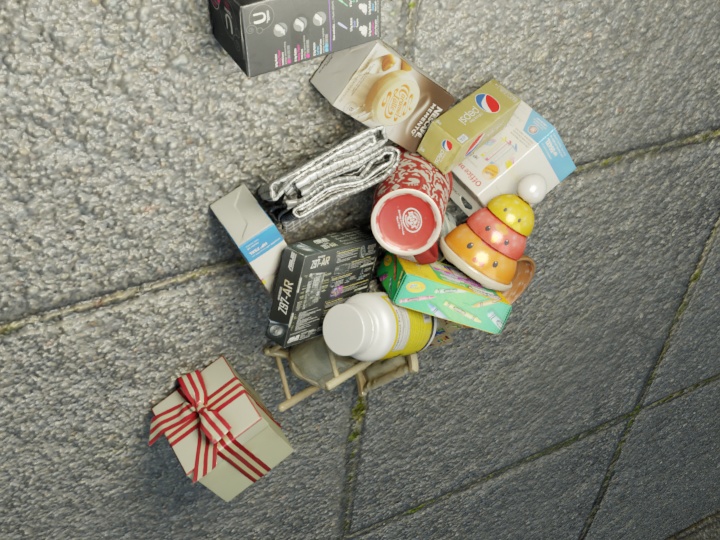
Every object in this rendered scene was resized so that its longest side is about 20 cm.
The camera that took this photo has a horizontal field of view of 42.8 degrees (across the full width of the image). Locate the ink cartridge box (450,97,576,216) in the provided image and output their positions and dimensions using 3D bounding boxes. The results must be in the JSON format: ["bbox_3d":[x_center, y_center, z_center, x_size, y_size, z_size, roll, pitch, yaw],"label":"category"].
[{"bbox_3d":[0.249,-0.180,1.615,0.200,0.129,0.125,-41,140,3],"label":"ink cartridge box"}]

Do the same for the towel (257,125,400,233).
[{"bbox_3d":[-0.049,-0.135,1.394,0.200,0.166,0.086,-31,98,-12],"label":"towel"}]

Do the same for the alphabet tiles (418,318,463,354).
[{"bbox_3d":[0.110,0.112,1.839,0.166,0.006,0.200,-22,142,11],"label":"alphabet tiles"}]

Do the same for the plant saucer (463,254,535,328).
[{"bbox_3d":[0.271,0.037,1.886,0.200,0.037,0.200,-29,151,-18],"label":"plant saucer"}]

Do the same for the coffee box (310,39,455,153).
[{"bbox_3d":[0.037,-0.276,1.402,0.200,0.080,0.114,21,112,-46],"label":"coffee box"}]

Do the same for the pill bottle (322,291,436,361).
[{"bbox_3d":[0.030,0.090,1.501,0.200,0.111,0.111,0,128,-54],"label":"pill bottle"}]

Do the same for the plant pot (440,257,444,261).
[{"bbox_3d":[0.186,-0.016,1.782,0.200,0.027,0.200,-27,148,-18],"label":"plant pot"}]

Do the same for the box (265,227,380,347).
[{"bbox_3d":[-0.057,0.024,1.469,0.200,0.043,0.160,-17,128,-51],"label":"box"}]

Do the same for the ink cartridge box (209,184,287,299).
[{"bbox_3d":[-0.151,-0.028,1.464,0.067,0.116,0.200,-34,140,-6],"label":"ink cartridge box"}]

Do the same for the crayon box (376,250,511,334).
[{"bbox_3d":[0.138,0.033,1.523,0.200,0.119,0.058,17,108,-19],"label":"crayon box"}]

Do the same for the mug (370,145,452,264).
[{"bbox_3d":[0.093,-0.096,1.453,0.178,0.200,0.133,44,110,-12],"label":"mug"}]

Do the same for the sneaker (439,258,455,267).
[{"bbox_3d":[0.154,0.012,1.664,0.200,0.060,0.104,-32,169,-32],"label":"sneaker"}]

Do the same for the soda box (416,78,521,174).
[{"bbox_3d":[0.179,-0.236,1.491,0.200,0.064,0.068,-39,165,-41],"label":"soda box"}]

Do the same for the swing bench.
[{"bbox_3d":[-0.036,0.160,1.660,0.200,0.130,0.199,-6,163,-34],"label":"swing bench"}]

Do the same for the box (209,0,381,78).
[{"bbox_3d":[-0.085,-0.350,1.207,0.200,0.122,0.106,-22,138,-20],"label":"box"}]

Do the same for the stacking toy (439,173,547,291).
[{"bbox_3d":[0.238,-0.080,1.531,0.146,0.146,0.200,16,113,-45],"label":"stacking toy"}]

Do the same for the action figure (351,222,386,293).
[{"bbox_3d":[0.000,0.000,1.608,0.200,0.119,0.102,-60,175,33],"label":"action figure"}]

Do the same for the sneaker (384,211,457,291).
[{"bbox_3d":[0.087,-0.037,1.686,0.087,0.074,0.200,32,95,-36],"label":"sneaker"}]

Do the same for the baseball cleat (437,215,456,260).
[{"bbox_3d":[0.098,-0.092,1.590,0.106,0.070,0.200,-43,118,-11],"label":"baseball cleat"}]

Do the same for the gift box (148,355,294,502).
[{"bbox_3d":[-0.255,0.294,1.637,0.200,0.185,0.187,-40,143,-8],"label":"gift box"}]
